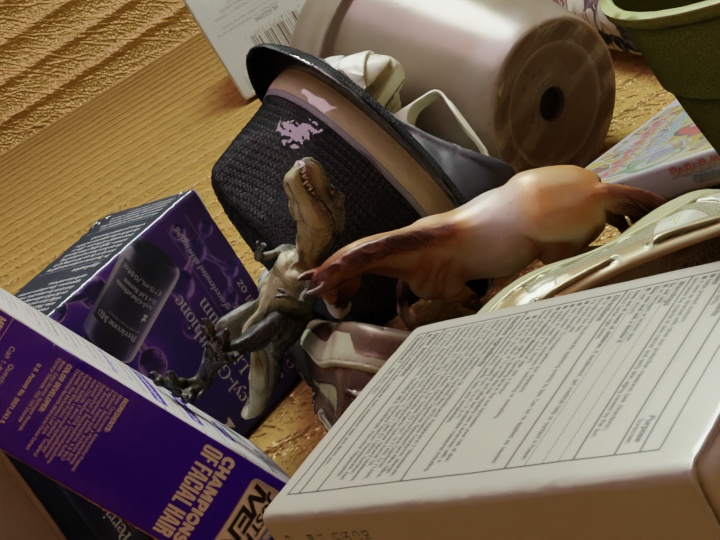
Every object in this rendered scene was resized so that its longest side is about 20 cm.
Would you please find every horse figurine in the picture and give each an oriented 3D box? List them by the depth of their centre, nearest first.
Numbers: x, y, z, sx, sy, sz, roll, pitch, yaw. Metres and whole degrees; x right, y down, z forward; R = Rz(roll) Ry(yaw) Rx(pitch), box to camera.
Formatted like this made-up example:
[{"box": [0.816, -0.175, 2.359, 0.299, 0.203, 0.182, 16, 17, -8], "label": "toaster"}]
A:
[{"box": [0.078, -0.009, 0.796, 0.199, 0.133, 0.050, -16, 61, 11], "label": "horse figurine"}]

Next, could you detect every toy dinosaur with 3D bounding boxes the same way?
[{"box": [-0.058, 0.034, 0.804, 0.088, 0.047, 0.200, -29, -28, -42], "label": "toy dinosaur"}]

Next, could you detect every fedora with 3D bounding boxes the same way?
[{"box": [-0.018, -0.035, 0.895, 0.092, 0.201, 0.200, -45, 20, -13], "label": "fedora"}]

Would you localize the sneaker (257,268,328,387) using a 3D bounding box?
[{"box": [0.000, 0.000, 0.998, 0.115, 0.075, 0.200, -28, 17, 8], "label": "sneaker"}]

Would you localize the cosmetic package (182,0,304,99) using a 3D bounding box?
[{"box": [-0.125, -0.350, 2.008, 0.167, 0.167, 0.200, -31, 16, 5], "label": "cosmetic package"}]

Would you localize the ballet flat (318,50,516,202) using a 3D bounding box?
[{"box": [0.020, -0.094, 0.976, 0.073, 0.073, 0.200, -40, 63, -23], "label": "ballet flat"}]

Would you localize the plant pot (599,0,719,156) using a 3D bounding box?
[{"box": [0.226, -0.069, 0.582, 0.200, 0.193, 0.200, -30, 17, 10], "label": "plant pot"}]

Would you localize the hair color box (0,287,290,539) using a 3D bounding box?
[{"box": [-0.135, 0.079, 0.790, 0.065, 0.200, 0.109, -59, 19, -3], "label": "hair color box"}]

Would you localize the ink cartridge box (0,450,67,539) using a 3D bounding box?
[{"box": [-0.257, 0.174, 0.850, 0.145, 0.145, 0.200, -40, 19, -24], "label": "ink cartridge box"}]

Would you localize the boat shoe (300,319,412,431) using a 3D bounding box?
[{"box": [0.000, 0.067, 0.811, 0.074, 0.075, 0.202, 9, -3, 0], "label": "boat shoe"}]

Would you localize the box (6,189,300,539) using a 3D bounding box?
[{"box": [-0.154, 0.068, 0.958, 0.104, 0.148, 0.200, -12, 28, 47], "label": "box"}]

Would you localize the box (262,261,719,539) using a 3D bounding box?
[{"box": [0.086, 0.082, 0.558, 0.200, 0.109, 0.128, -14, 25, 45], "label": "box"}]

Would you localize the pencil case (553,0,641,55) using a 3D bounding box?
[{"box": [0.217, -0.213, 1.183, 0.089, 0.078, 0.200, -48, 17, 1], "label": "pencil case"}]

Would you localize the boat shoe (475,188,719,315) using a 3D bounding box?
[{"box": [0.121, 0.026, 0.720, 0.200, 0.073, 0.063, -30, 11, -15], "label": "boat shoe"}]

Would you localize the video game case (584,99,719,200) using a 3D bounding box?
[{"box": [0.219, -0.086, 0.866, 0.182, 0.023, 0.200, -17, 12, 41], "label": "video game case"}]

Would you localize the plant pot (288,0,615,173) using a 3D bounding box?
[{"box": [0.077, -0.129, 1.064, 0.200, 0.200, 0.173, -40, 35, -23], "label": "plant pot"}]
